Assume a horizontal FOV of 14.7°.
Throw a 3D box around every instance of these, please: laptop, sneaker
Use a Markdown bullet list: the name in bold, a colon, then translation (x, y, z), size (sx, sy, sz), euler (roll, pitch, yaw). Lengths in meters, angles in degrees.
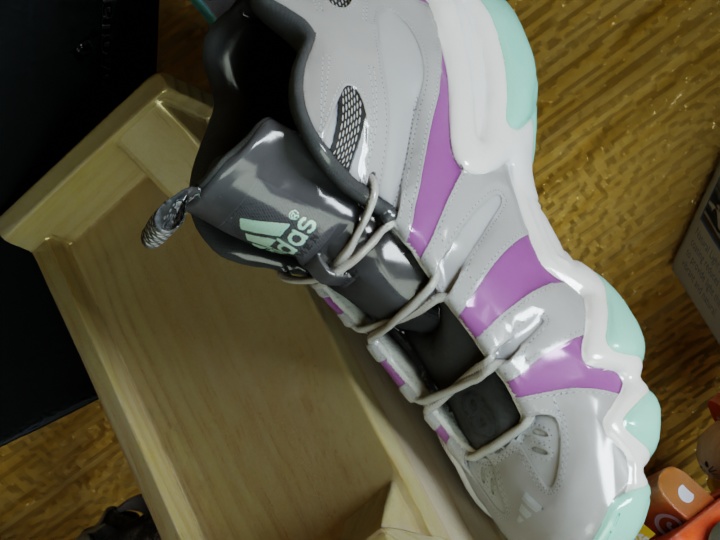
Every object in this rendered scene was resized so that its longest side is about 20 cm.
- **laptop**: translation (-0.179, -0.025, 0.921), size (0.200, 0.116, 0.187), euler (9, 123, 6)
- **sneaker**: translation (0.000, 0.000, 0.814), size (0.140, 0.200, 0.078), euler (2, 148, -40)

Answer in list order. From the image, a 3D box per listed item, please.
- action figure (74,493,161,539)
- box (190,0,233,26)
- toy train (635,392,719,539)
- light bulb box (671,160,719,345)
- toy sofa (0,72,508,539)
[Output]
- **action figure**: translation (-0.067, 0.120, 0.972), size (0.200, 0.119, 0.102), euler (-19, 115, 27)
- **box**: translation (-0.047, -0.140, 0.862), size (0.082, 0.049, 0.200), euler (-41, 127, 1)
- **toy train**: translation (0.102, 0.093, 1.018), size (0.150, 0.056, 0.200), euler (-33, 177, -33)
- **light bulb box**: translation (0.249, -0.037, 0.998), size (0.198, 0.125, 0.200), euler (8, 121, -24)
- **toy sofa**: translation (-0.027, 0.042, 0.882), size (0.083, 0.200, 0.098), euler (-41, 146, 21)
